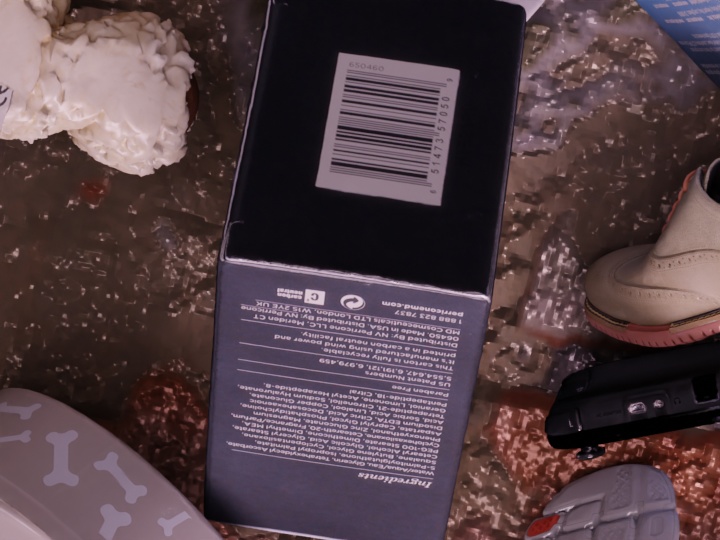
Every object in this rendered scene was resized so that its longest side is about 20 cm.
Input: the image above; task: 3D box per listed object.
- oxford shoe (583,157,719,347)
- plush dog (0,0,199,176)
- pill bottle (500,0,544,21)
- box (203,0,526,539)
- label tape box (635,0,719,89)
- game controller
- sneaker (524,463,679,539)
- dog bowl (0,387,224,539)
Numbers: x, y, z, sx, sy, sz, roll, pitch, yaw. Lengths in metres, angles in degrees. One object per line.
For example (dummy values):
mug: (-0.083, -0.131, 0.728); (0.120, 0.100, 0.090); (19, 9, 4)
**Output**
oxford shoe: (0.157, -0.015, 1.238); (0.071, 0.200, 0.074); (-32, 102, -33)
plush dog: (-0.179, -0.118, 1.231); (0.160, 0.172, 0.200); (-28, 110, -17)
pill bottle: (-0.013, -0.167, 1.239); (0.200, 0.111, 0.111); (43, 100, -7)
box: (0.000, 0.000, 1.210); (0.107, 0.149, 0.200); (8, 144, 1)
label tape box: (0.200, -0.083, 1.229); (0.063, 0.144, 0.200); (-44, 98, -3)
game controller: (0.181, 0.046, 1.258); (0.200, 0.104, 0.042); (-12, 84, 26)
sneaker: (0.110, 0.180, 1.296); (0.077, 0.200, 0.082); (-7, 139, 24)
dog bowl: (-0.115, 0.133, 1.275); (0.200, 0.200, 0.059); (47, 67, -7)
